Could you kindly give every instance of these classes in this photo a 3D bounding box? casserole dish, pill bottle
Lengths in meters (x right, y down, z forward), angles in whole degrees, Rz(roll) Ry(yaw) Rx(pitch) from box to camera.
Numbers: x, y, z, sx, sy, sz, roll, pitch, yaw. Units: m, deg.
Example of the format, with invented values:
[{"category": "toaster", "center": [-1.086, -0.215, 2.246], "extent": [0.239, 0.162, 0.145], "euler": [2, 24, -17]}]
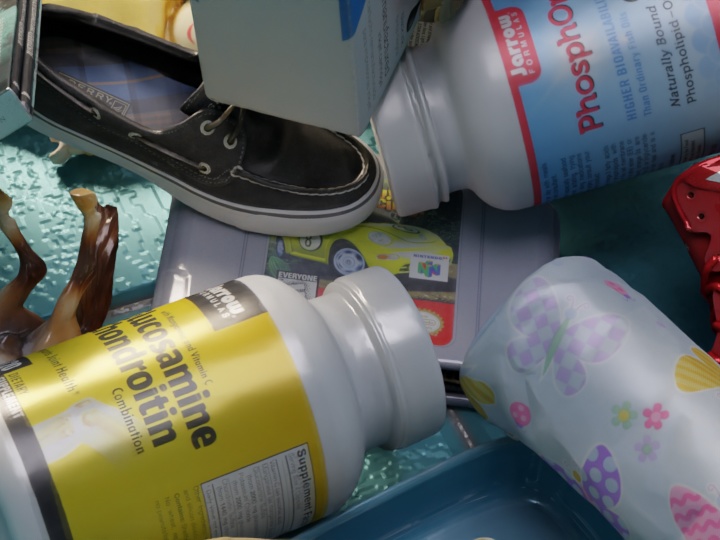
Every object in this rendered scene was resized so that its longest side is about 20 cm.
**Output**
[{"category": "casserole dish", "center": [0.043, 0.148, 0.911], "extent": [0.199, 0.039, 0.121], "euler": [-24, 57, -23]}, {"category": "pill bottle", "center": [-0.068, 0.068, 0.911], "extent": [0.199, 0.112, 0.112], "euler": [-20, 55, -18]}, {"category": "pill bottle", "center": [0.102, -0.093, 1.015], "extent": [0.198, 0.109, 0.109], "euler": [-16, 52, 0]}]

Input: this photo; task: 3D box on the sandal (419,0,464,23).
[{"category": "sandal", "center": [0.074, -0.168, 0.989], "extent": [0.054, 0.081, 0.200], "euler": [13, 23, 17]}]

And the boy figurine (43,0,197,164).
[{"category": "boy figurine", "center": [-0.139, -0.117, 1.081], "extent": [0.198, 0.064, 0.126], "euler": [4, 85, 5]}]

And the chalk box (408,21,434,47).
[{"category": "chalk box", "center": [0.035, -0.206, 1.151], "extent": [0.123, 0.125, 0.201], "euler": [21, 52, 12]}]

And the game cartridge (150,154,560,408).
[{"category": "game cartridge", "center": [0.000, 0.000, 1.034], "extent": [0.198, 0.041, 0.134], "euler": [6, 46, -1]}]

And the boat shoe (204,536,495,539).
[{"category": "boat shoe", "center": [0.017, 0.146, 0.844], "extent": [0.198, 0.063, 0.074], "euler": [3, 49, -5]}]

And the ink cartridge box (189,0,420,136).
[{"category": "ink cartridge box", "center": [-0.004, -0.188, 0.960], "extent": [0.084, 0.145, 0.201], "euler": [15, 56, 15]}]

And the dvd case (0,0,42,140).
[{"category": "dvd case", "center": [-0.211, -0.083, 0.962], "extent": [0.145, 0.022, 0.200], "euler": [-30, 27, 9]}]

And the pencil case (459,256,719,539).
[{"category": "pencil case", "center": [0.131, 0.083, 0.895], "extent": [0.200, 0.091, 0.083], "euler": [43, 18, 26]}]

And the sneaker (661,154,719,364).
[{"category": "sneaker", "center": [0.175, 0.026, 0.980], "extent": [0.115, 0.078, 0.201], "euler": [31, 75, 19]}]

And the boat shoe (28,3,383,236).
[{"category": "boat shoe", "center": [-0.081, -0.079, 1.010], "extent": [0.199, 0.066, 0.070], "euler": [24, 64, 3]}]

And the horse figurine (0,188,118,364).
[{"category": "horse figurine", "center": [-0.180, 0.032, 0.944], "extent": [0.199, 0.134, 0.050], "euler": [-21, 37, -39]}]
